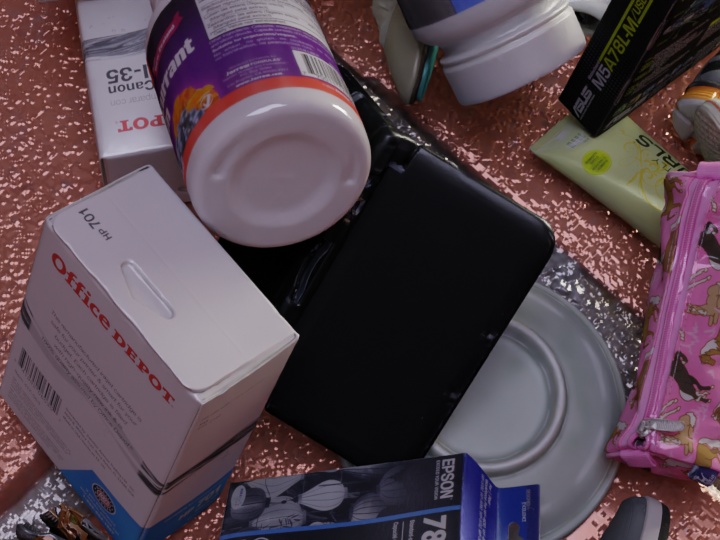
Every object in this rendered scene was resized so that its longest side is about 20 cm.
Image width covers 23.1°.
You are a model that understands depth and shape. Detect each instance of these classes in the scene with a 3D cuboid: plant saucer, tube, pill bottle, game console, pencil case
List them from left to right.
[{"bbox_3d":[-0.071,-0.119,1.083,0.110,0.112,0.201,-15,46,-8],"label":"pill bottle"},{"bbox_3d":[0.000,0.000,1.129,0.201,0.116,0.176,-59,35,16],"label":"game console"},{"bbox_3d":[0.066,-0.219,1.156,0.113,0.114,0.201,-29,101,-13],"label":"pill bottle"},{"bbox_3d":[0.080,0.086,1.154,0.198,0.050,0.202,1,68,-2],"label":"plant saucer"},{"bbox_3d":[0.213,-0.044,1.212,0.200,0.058,0.052,42,112,18],"label":"tube"},{"bbox_3d":[0.215,0.033,1.131,0.082,0.087,0.202,14,87,-8],"label":"pencil case"}]

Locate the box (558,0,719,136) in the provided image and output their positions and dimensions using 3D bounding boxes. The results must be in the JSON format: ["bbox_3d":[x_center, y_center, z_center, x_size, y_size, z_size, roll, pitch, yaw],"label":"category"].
[{"bbox_3d":[0.238,-0.198,1.181,0.199,0.194,0.048,-36,74,-23],"label":"box"}]

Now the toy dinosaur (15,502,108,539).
[{"bbox_3d":[-0.167,0.247,1.061,0.135,0.102,0.201,-22,67,-24],"label":"toy dinosaur"}]

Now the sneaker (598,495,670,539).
[{"bbox_3d":[0.102,0.207,1.093,0.120,0.084,0.201,31,71,0],"label":"sneaker"}]

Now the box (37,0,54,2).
[{"bbox_3d":[-0.125,-0.260,1.154,0.198,0.125,0.098,-7,66,-6],"label":"box"}]

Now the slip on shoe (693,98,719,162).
[{"bbox_3d":[0.303,-0.046,1.189,0.200,0.074,0.061,43,80,-1],"label":"slip on shoe"}]

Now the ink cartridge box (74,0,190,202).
[{"bbox_3d":[-0.121,-0.157,1.225,0.145,0.083,0.202,-9,69,-7],"label":"ink cartridge box"}]

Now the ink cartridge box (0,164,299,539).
[{"bbox_3d":[-0.135,0.059,1.069,0.086,0.201,0.147,-30,71,-36],"label":"ink cartridge box"}]

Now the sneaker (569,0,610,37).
[{"bbox_3d":[0.179,-0.205,1.269,0.198,0.073,0.071,-19,79,0],"label":"sneaker"}]

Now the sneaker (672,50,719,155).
[{"bbox_3d":[0.320,-0.098,1.224,0.199,0.078,0.078,26,59,6],"label":"sneaker"}]

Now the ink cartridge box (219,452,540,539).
[{"bbox_3d":[0.010,0.163,1.078,0.198,0.039,0.100,-8,35,11],"label":"ink cartridge box"}]

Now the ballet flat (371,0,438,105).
[{"bbox_3d":[0.042,-0.206,1.262,0.069,0.070,0.201,18,61,5],"label":"ballet flat"}]
